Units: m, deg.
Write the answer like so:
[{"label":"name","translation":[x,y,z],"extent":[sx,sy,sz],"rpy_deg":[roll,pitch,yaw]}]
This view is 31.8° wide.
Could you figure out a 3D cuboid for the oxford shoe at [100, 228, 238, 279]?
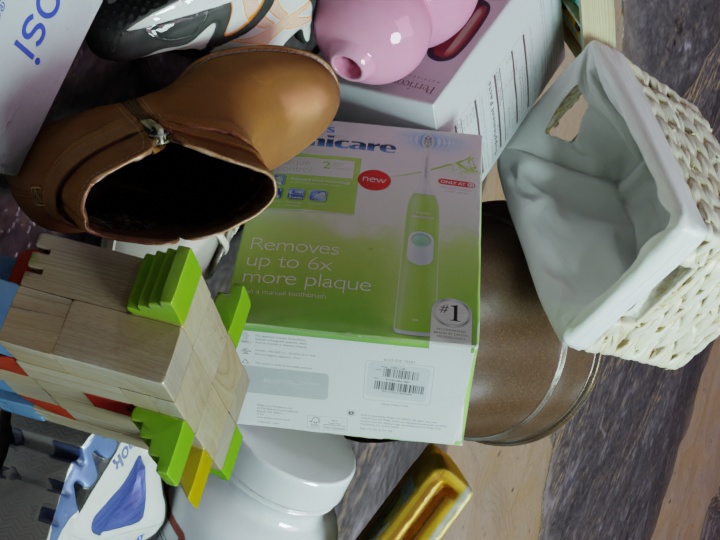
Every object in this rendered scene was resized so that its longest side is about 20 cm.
[{"label":"oxford shoe","translation":[-0.093,-0.041,0.731],"extent":[0.075,0.057,0.202],"rpy_deg":[53,46,-41]}]

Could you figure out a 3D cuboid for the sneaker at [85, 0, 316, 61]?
[{"label":"sneaker","translation":[-0.079,-0.145,0.723],"extent":[0.200,0.073,0.081],"rpy_deg":[-35,136,-49]}]

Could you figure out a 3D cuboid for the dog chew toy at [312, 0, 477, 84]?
[{"label":"dog chew toy","translation":[0.032,-0.205,0.832],"extent":[0.201,0.123,0.125],"rpy_deg":[-62,150,-28]}]

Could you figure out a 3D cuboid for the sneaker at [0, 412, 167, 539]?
[{"label":"sneaker","translation":[-0.164,0.146,0.715],"extent":[0.201,0.080,0.115],"rpy_deg":[-64,149,-20]}]

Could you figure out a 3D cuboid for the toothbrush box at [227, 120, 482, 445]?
[{"label":"toothbrush box","translation":[0.000,0.000,0.782],"extent":[0.201,0.143,0.087],"rpy_deg":[-81,177,-50]}]

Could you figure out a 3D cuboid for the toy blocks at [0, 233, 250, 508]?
[{"label":"toy blocks","translation":[-0.133,0.036,0.598],"extent":[0.200,0.135,0.101],"rpy_deg":[82,23,-68]}]

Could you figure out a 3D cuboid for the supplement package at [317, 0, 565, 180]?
[{"label":"supplement package","translation":[0.060,-0.150,0.931],"extent":[0.201,0.112,0.110],"rpy_deg":[-55,147,-34]}]

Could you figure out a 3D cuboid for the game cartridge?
[{"label":"game cartridge","translation":[0.005,0.195,0.832],"extent":[0.177,0.032,0.200],"rpy_deg":[-53,179,-2]}]

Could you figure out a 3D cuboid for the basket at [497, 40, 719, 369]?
[{"label":"basket","translation":[0.202,-0.044,0.932],"extent":[0.122,0.202,0.136],"rpy_deg":[17,130,-31]}]

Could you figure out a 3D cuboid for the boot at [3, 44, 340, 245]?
[{"label":"boot","translation":[-0.072,-0.064,0.622],"extent":[0.198,0.155,0.078],"rpy_deg":[-12,106,-25]}]

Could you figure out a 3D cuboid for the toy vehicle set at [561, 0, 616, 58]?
[{"label":"toy vehicle set","translation":[0.149,-0.262,0.988],"extent":[0.201,0.026,0.125],"rpy_deg":[-109,-176,-46]}]

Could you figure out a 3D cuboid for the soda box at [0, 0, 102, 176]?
[{"label":"soda box","translation":[-0.157,-0.151,0.586],"extent":[0.068,0.063,0.202],"rpy_deg":[42,68,-58]}]

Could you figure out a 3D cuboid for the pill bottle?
[{"label":"pill bottle","translation":[-0.082,0.182,0.794],"extent":[0.112,0.112,0.202],"rpy_deg":[-13,136,-59]}]

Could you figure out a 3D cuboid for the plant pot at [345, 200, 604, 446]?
[{"label":"plant pot","translation":[0.058,0.044,0.967],"extent":[0.197,0.198,0.203],"rpy_deg":[0,105,-54]}]
